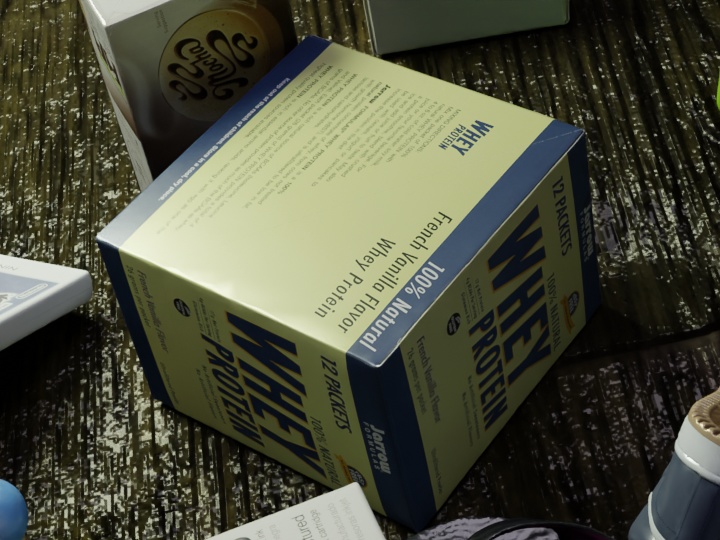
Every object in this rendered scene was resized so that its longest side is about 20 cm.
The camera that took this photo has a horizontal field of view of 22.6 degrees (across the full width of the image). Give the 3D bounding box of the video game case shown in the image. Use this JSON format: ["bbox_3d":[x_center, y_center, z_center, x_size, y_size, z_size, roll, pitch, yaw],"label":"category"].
[{"bbox_3d":[-0.291,0.027,1.076,0.180,0.023,0.200,10,24,28],"label":"video game case"}]

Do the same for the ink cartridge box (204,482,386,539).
[{"bbox_3d":[-0.065,0.197,0.789,0.198,0.085,0.146,-20,34,-9],"label":"ink cartridge box"}]

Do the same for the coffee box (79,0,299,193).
[{"bbox_3d":[-0.095,-0.113,1.106,0.112,0.201,0.080,-23,47,-12],"label":"coffee box"}]

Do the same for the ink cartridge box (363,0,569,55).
[{"bbox_3d":[0.066,-0.255,1.293,0.142,0.084,0.201,-9,43,4],"label":"ink cartridge box"}]

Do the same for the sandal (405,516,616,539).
[{"bbox_3d":[0.103,0.152,0.896,0.198,0.048,0.076,4,46,16],"label":"sandal"}]

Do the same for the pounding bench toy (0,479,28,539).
[{"bbox_3d":[-0.228,0.201,0.874,0.154,0.125,0.201,-12,44,1],"label":"pounding bench toy"}]

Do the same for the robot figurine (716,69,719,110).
[{"bbox_3d":[0.302,-0.117,1.071,0.173,0.116,0.201,7,47,9],"label":"robot figurine"}]

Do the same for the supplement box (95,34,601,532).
[{"bbox_3d":[0.000,0.000,1.014,0.198,0.135,0.200,22,54,32],"label":"supplement box"}]

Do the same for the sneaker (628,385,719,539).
[{"bbox_3d":[0.182,0.117,0.879,0.070,0.110,0.199,26,12,24],"label":"sneaker"}]
